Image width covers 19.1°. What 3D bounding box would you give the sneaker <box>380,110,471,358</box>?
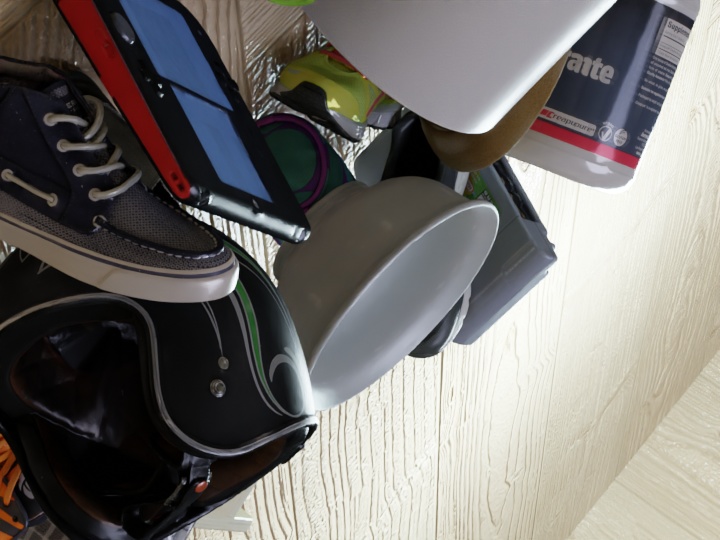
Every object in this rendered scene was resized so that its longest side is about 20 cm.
[{"bbox_3d":[0.040,-0.033,1.657,0.085,0.074,0.201,23,67,-68],"label":"sneaker"}]

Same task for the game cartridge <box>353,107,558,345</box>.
[{"bbox_3d":[0.070,-0.047,1.726,0.040,0.200,0.133,7,136,-44],"label":"game cartridge"}]

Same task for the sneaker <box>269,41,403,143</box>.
[{"bbox_3d":[-0.004,-0.154,1.587,0.090,0.078,0.200,-61,171,16],"label":"sneaker"}]

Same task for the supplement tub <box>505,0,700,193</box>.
[{"bbox_3d":[0.170,-0.170,1.594,0.140,0.140,0.201,9,102,-69],"label":"supplement tub"}]

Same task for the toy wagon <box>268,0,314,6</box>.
[{"bbox_3d":[0.015,-0.239,1.281,0.040,0.199,0.156,20,72,-70],"label":"toy wagon"}]

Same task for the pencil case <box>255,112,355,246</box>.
[{"bbox_3d":[-0.039,-0.049,1.640,0.085,0.093,0.200,-18,161,9],"label":"pencil case"}]

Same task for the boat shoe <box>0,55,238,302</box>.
[{"bbox_3d":[-0.156,-0.055,1.201,0.075,0.199,0.093,-48,154,-60],"label":"boat shoe"}]

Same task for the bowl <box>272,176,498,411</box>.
[{"bbox_3d":[0.000,0.000,1.546,0.201,0.090,0.201,-42,162,-17],"label":"bowl"}]

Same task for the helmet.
[{"bbox_3d":[-0.136,0.055,1.302,0.200,0.191,0.200,-32,169,-7],"label":"helmet"}]

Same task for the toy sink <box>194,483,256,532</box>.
[{"bbox_3d":[-0.136,0.115,1.617,0.112,0.130,0.200,-56,160,2],"label":"toy sink"}]

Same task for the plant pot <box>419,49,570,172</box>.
[{"bbox_3d":[0.093,-0.171,1.554,0.027,0.200,0.200,19,110,-25],"label":"plant pot"}]

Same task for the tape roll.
[{"bbox_3d":[0.060,-0.209,1.403,0.139,0.203,0.203,-46,167,26],"label":"tape roll"}]

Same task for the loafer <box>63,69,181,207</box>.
[{"bbox_3d":[-0.159,-0.067,1.353,0.075,0.070,0.200,-55,161,-1],"label":"loafer"}]

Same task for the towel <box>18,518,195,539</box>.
[{"bbox_3d":[-0.220,0.182,1.475,0.200,0.165,0.086,-60,158,8],"label":"towel"}]

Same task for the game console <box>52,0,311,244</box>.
[{"bbox_3d":[-0.104,-0.103,1.276,0.031,0.177,0.200,-36,164,12],"label":"game console"}]

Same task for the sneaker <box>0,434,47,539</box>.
[{"bbox_3d":[-0.230,0.102,1.393,0.078,0.112,0.200,-33,150,-49],"label":"sneaker"}]
